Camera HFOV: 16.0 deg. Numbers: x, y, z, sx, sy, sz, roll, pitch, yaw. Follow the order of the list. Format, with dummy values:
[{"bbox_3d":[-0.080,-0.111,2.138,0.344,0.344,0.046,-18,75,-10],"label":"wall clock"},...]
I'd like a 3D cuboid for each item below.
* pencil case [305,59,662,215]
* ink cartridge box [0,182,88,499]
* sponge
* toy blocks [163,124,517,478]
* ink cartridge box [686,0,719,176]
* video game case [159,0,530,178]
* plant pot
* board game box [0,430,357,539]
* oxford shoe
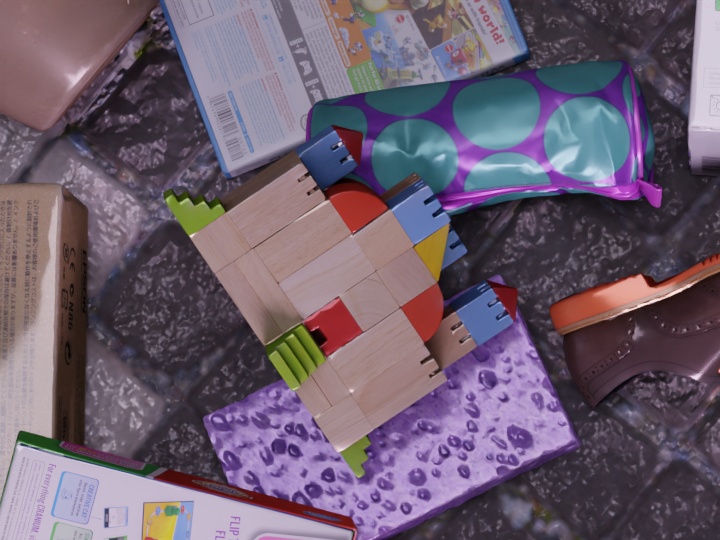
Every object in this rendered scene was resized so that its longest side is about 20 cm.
[{"bbox_3d":[0.072,-0.069,1.501,0.200,0.085,0.093,-9,62,6],"label":"pencil case"},{"bbox_3d":[-0.250,0.053,1.524,0.164,0.075,0.200,-1,80,9],"label":"ink cartridge box"},{"bbox_3d":[0.017,0.095,1.504,0.200,0.030,0.112,-26,76,3],"label":"sponge"},{"bbox_3d":[0.000,0.000,1.442,0.137,0.100,0.200,-34,102,1],"label":"toy blocks"},{"bbox_3d":[0.219,-0.163,1.486,0.050,0.109,0.200,3,79,8],"label":"ink cartridge box"},{"bbox_3d":[-0.014,-0.158,1.564,0.200,0.018,0.143,-22,76,3],"label":"video game case"},{"bbox_3d":[-0.219,-0.179,1.525,0.175,0.200,0.200,41,86,-6],"label":"plant pot"},{"bbox_3d":[-0.118,0.190,1.454,0.200,0.040,0.153,16,95,-6],"label":"board game box"},{"bbox_3d":[0.212,0.025,1.470,0.200,0.071,0.073,-18,83,20],"label":"oxford shoe"}]
